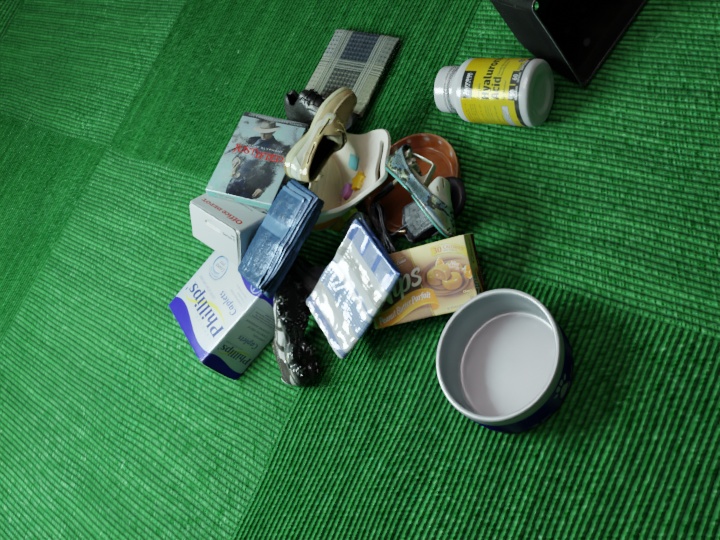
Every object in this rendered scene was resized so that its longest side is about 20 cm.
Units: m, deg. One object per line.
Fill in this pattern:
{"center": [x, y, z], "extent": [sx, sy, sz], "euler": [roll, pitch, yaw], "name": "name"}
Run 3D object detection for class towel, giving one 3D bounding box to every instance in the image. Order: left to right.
{"center": [-0.148, -0.061, 1.365], "extent": [0.111, 0.048, 0.203], "euler": [34, 96, 46], "name": "towel"}
{"center": [-0.023, -0.421, 1.628], "extent": [0.190, 0.034, 0.204], "euler": [20, 78, 36], "name": "towel"}
{"center": [-0.017, 0.032, 1.293], "extent": [0.202, 0.023, 0.148], "euler": [-56, 50, 28], "name": "towel"}

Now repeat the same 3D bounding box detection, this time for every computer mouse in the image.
{"center": [0.102, -0.113, 1.333], "extent": [0.199, 0.045, 0.143], "euler": [-38, 58, 28], "name": "computer mouse"}

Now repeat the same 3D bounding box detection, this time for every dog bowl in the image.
{"center": [0.216, 0.137, 1.145], "extent": [0.196, 0.079, 0.205], "euler": [-16, 59, 27], "name": "dog bowl"}

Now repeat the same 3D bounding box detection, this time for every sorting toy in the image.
{"center": [-0.013, -0.175, 1.405], "extent": [0.178, 0.106, 0.205], "euler": [-25, 47, 44], "name": "sorting toy"}

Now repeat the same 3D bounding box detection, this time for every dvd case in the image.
{"center": [-0.198, -0.216, 1.469], "extent": [0.142, 0.022, 0.204], "euler": [14, 60, 14], "name": "dvd case"}

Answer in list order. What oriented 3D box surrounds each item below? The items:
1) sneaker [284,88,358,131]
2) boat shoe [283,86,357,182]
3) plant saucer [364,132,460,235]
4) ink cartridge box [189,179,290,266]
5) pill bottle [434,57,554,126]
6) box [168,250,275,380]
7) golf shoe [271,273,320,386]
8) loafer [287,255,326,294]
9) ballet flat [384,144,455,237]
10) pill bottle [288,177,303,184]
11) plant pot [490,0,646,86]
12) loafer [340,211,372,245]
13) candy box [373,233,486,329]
{"center": [-0.090, -0.328, 1.572], "extent": [0.196, 0.093, 0.076], "euler": [13, 40, 36], "name": "sneaker"}
{"center": [-0.059, -0.244, 1.394], "extent": [0.066, 0.074, 0.202], "euler": [29, 81, 29], "name": "boat shoe"}
{"center": [0.097, -0.158, 1.407], "extent": [0.196, 0.032, 0.206], "euler": [-15, 61, 28], "name": "plant saucer"}
{"center": [-0.214, -0.111, 1.482], "extent": [0.145, 0.085, 0.199], "euler": [30, 44, 28], "name": "ink cartridge box"}
{"center": [0.231, -0.316, 1.341], "extent": [0.196, 0.111, 0.114], "euler": [12, 74, 39], "name": "pill bottle"}
{"center": [-0.250, 0.069, 1.487], "extent": [0.201, 0.105, 0.184], "euler": [-48, 49, 5], "name": "box"}
{"center": [-0.135, 0.110, 1.385], "extent": [0.094, 0.076, 0.206], "euler": [-27, 66, 50], "name": "golf shoe"}
{"center": [-0.109, 0.017, 1.438], "extent": [0.197, 0.072, 0.074], "euler": [23, 85, 41], "name": "loafer"}
{"center": [0.109, -0.141, 1.259], "extent": [0.074, 0.074, 0.201], "euler": [-43, 57, 8], "name": "ballet flat"}
{"center": [-0.155, -0.244, 1.574], "extent": [0.197, 0.109, 0.111], "euler": [22, 80, 39], "name": "pill bottle"}
{"center": [0.338, -0.472, 1.304], "extent": [0.202, 0.199, 0.177], "euler": [-54, 38, -1], "name": "plant pot"}
{"center": [0.000, 0.000, 1.363], "extent": [0.071, 0.062, 0.206], "euler": [-12, 67, 52], "name": "loafer"}
{"center": [0.105, 0.019, 1.269], "extent": [0.196, 0.055, 0.119], "euler": [-14, 87, 29], "name": "candy box"}
